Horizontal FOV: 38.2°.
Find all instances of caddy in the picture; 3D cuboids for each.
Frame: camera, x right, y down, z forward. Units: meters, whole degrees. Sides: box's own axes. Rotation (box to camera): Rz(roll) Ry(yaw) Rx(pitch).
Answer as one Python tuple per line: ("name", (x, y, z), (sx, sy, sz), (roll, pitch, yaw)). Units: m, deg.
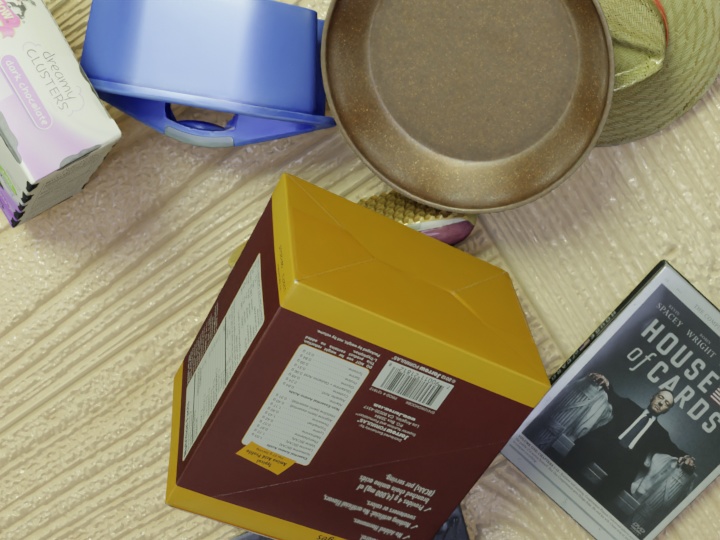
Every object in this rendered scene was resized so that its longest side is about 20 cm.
("caddy", (-0.110, -0.143, 0.754), (0.196, 0.141, 0.107), (10, 97, 5))

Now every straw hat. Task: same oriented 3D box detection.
("straw hat", (0.163, -0.157, 0.720), (0.197, 0.086, 0.205), (5, 120, 8))

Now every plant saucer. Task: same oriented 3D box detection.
("plant saucer", (0.071, -0.137, 0.695), (0.196, 0.037, 0.204), (9, 121, 15))

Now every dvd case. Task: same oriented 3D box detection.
("dvd case", (0.225, 0.115, 0.827), (0.150, 0.025, 0.201), (41, 103, -3))

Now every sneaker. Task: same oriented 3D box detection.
("sneaker", (0.000, 0.000, 0.812), (0.196, 0.075, 0.092), (-13, 113, 12))

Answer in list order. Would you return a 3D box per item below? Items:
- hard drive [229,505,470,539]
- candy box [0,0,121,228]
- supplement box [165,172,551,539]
("hard drive", (0.000, 0.252, 0.870), (0.196, 0.042, 0.137), (-16, 99, 9))
("candy box", (-0.255, -0.133, 0.741), (0.071, 0.199, 0.170), (-32, 96, -22))
("supplement box", (-0.010, 0.080, 0.739), (0.194, 0.134, 0.202), (22, 119, -21))
